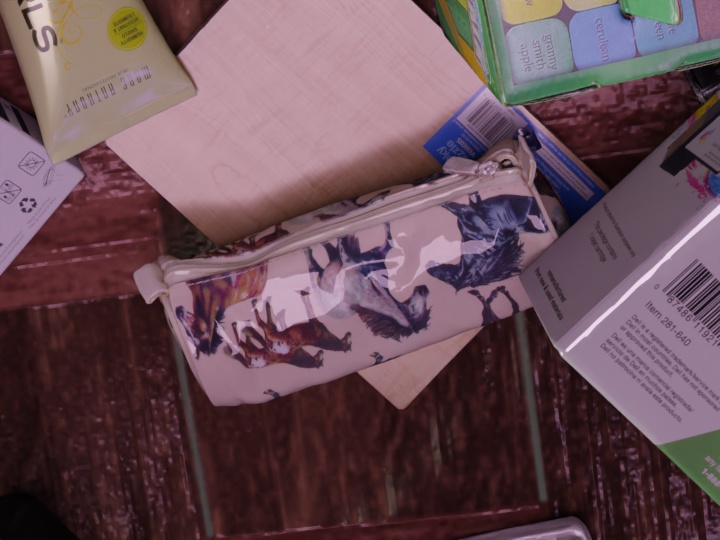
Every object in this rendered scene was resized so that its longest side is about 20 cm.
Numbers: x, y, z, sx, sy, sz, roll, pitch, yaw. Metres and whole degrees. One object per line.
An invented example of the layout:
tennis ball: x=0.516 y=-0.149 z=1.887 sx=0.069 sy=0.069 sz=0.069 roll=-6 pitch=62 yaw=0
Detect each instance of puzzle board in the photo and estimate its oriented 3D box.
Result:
puzzle board: x=-0.001 y=-0.051 z=1.415 sx=0.200 sy=0.017 sz=0.151 roll=42 pitch=100 yaw=-12

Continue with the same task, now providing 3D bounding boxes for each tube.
tube: x=-0.147 y=-0.155 z=1.361 sx=0.058 sy=0.052 sz=0.201 roll=-15 pitch=105 yaw=29

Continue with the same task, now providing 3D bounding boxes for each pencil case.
pencil case: x=0.000 y=0.000 z=1.379 sx=0.199 sy=0.078 sz=0.090 roll=-19 pitch=124 yaw=4

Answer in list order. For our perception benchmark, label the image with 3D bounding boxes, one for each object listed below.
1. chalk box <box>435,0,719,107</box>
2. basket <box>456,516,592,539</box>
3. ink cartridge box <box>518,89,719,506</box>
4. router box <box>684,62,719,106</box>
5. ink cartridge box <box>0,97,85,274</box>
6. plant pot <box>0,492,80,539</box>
chalk box: x=0.098 y=-0.151 z=1.284 sx=0.123 sy=0.200 sz=0.125 roll=-12 pitch=106 yaw=-4
basket: x=0.073 y=0.243 z=1.445 sx=0.135 sy=0.123 sz=0.201 roll=-15 pitch=107 yaw=5
ink cartridge box: x=0.195 y=-0.004 z=1.316 sx=0.200 sy=0.084 sz=0.145 roll=-43 pitch=115 yaw=10
router box: x=0.273 y=-0.075 z=1.385 sx=0.199 sy=0.062 sz=0.150 roll=-29 pitch=106 yaw=8
ink cartridge box: x=-0.232 y=-0.062 z=1.358 sx=0.200 sy=0.039 sz=0.099 roll=34 pitch=105 yaw=-36
plant pot: x=-0.167 y=0.222 z=1.409 sx=0.199 sy=0.177 sz=0.200 roll=-42 pitch=101 yaw=11
